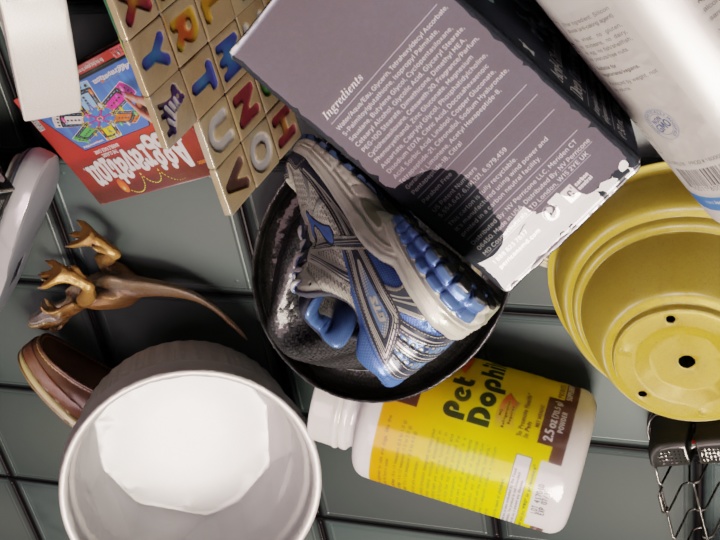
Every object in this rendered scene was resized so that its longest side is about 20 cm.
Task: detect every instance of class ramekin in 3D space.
[{"bbox_3d":[-0.136,0.151,0.941,0.200,0.105,0.201,-3,108,-10],"label":"ramekin"}]

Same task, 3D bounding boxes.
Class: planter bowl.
[{"bbox_3d":[0.212,0.035,0.756,0.200,0.084,0.201,11,130,14],"label":"planter bowl"}]

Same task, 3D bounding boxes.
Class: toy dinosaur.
[{"bbox_3d":[-0.193,0.011,0.945,0.200,0.061,0.106,-4,148,31],"label":"toy dinosaur"}]

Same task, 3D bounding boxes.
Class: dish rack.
[{"bbox_3d":[0.296,0.189,0.851,0.153,0.055,0.200,-9,109,28],"label":"dish rack"}]

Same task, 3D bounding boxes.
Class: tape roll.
[{"bbox_3d":[-0.204,-0.190,0.701,0.037,0.203,0.203,-12,129,-15],"label":"tape roll"}]

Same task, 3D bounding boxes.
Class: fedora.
[{"bbox_3d":[0.000,0.000,0.779,0.200,0.092,0.201,3,97,20],"label":"fedora"}]

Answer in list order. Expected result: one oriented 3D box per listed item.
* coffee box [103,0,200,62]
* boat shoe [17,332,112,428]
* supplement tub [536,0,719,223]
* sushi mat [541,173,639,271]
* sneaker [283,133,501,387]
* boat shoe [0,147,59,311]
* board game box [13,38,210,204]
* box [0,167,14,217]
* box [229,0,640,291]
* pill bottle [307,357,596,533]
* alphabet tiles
[{"bbox_3d":[-0.128,-0.233,0.677,0.044,0.123,0.200,-4,126,22],"label":"coffee box"},{"bbox_3d":[-0.198,0.113,1.011,0.200,0.072,0.068,39,108,-14],"label":"boat shoe"},{"bbox_3d":[0.186,-0.133,0.624,0.132,0.132,0.200,-30,111,36],"label":"supplement tub"},{"bbox_3d":[0.183,-0.023,0.786,0.200,0.012,0.096,19,131,7],"label":"sushi mat"},{"bbox_3d":[-0.009,-0.008,0.653,0.085,0.200,0.077,-49,126,6],"label":"sneaker"},{"bbox_3d":[-0.294,-0.030,0.930,0.065,0.074,0.200,29,130,-7],"label":"boat shoe"},{"bbox_3d":[-0.165,-0.099,0.810,0.103,0.019,0.200,52,151,-20],"label":"board game box"},{"bbox_3d":[-0.349,-0.058,0.902,0.160,0.049,0.200,56,133,17],"label":"box"},{"bbox_3d":[0.047,-0.112,0.670,0.200,0.149,0.107,39,114,-10],"label":"box"},{"bbox_3d":[0.066,0.115,0.875,0.199,0.109,0.109,15,130,10],"label":"pill bottle"},{"bbox_3d":[-0.083,-0.142,0.698,0.008,0.167,0.200,2,127,27],"label":"alphabet tiles"}]
